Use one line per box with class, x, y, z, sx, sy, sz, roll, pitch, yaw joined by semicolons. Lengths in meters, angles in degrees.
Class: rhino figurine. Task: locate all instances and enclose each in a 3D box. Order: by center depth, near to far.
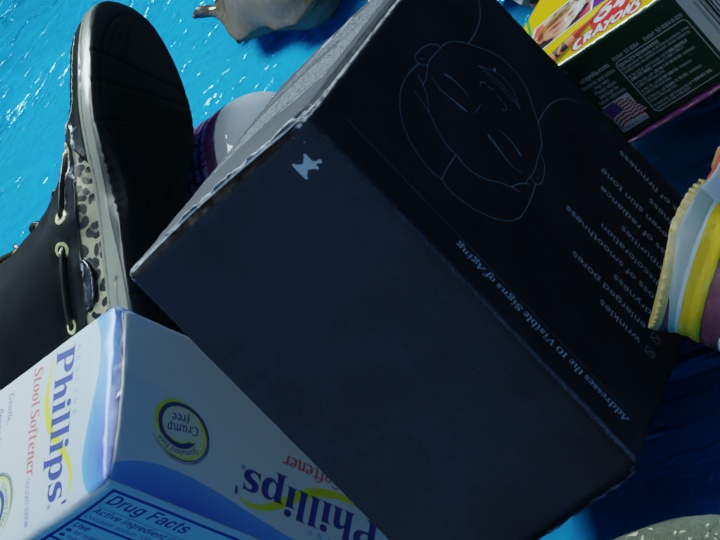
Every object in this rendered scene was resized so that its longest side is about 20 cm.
rhino figurine;-0.065;-0.204;1.643;0.200;0.060;0.088;-3;68;62

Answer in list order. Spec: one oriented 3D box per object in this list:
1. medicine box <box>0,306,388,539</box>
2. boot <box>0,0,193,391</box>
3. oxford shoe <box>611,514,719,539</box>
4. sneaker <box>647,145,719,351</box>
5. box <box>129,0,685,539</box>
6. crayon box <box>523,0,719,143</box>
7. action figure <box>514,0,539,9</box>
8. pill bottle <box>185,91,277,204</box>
medicine box;-0.111;0.132;1.176;0.200;0.182;0.103;-34;43;36
boot;-0.159;-0.026;1.222;0.153;0.073;0.205;-26;63;37
oxford shoe;0.113;0.149;0.942;0.199;0.058;0.075;-18;42;30
sneaker;0.190;-0.021;0.999;0.200;0.090;0.075;-54;-21;-48
box;0.037;-0.005;1.019;0.124;0.200;0.197;-39;9;31
crayon box;0.160;-0.141;1.143;0.200;0.058;0.173;-32;18;38
action figure;0.085;-0.209;1.311;0.200;0.069;0.131;165;110;-84
pill bottle;-0.064;-0.027;1.263;0.200;0.112;0.113;-33;33;31
